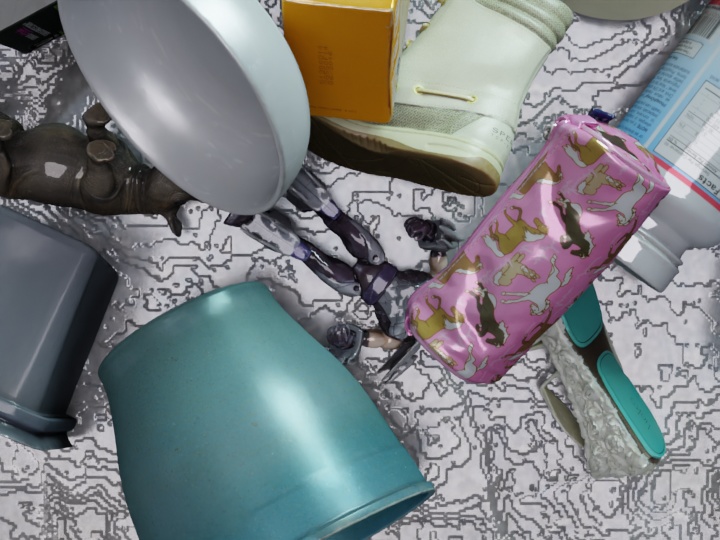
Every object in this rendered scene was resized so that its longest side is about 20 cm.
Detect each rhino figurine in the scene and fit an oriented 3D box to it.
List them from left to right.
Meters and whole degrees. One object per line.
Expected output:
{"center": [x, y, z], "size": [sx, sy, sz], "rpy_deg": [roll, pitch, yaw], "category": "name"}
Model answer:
{"center": [-0.188, -0.073, 1.115], "size": [0.200, 0.087, 0.060], "rpy_deg": [14, 55, -1], "category": "rhino figurine"}

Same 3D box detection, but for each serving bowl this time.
{"center": [-0.102, -0.133, 1.001], "size": [0.200, 0.200, 0.066], "rpy_deg": [47, 63, -2], "category": "serving bowl"}

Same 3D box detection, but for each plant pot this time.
{"center": [-0.080, 0.118, 1.075], "size": [0.200, 0.200, 0.188], "rpy_deg": [-30, 77, 3], "category": "plant pot"}

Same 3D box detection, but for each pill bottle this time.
{"center": [0.237, -0.088, 1.088], "size": [0.109, 0.109, 0.200], "rpy_deg": [37, 94, -1], "category": "pill bottle"}

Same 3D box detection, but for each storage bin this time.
{"center": [-0.244, 0.033, 1.072], "size": [0.145, 0.200, 0.134], "rpy_deg": [24, 82, 0], "category": "storage bin"}

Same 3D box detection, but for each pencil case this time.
{"center": [0.114, -0.013, 1.042], "size": [0.200, 0.083, 0.087], "rpy_deg": [-52, 60, 21], "category": "pencil case"}

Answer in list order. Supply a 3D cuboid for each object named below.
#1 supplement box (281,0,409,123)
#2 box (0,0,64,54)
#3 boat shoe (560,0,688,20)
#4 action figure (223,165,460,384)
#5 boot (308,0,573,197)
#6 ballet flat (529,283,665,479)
{"center": [-0.001, -0.216, 1.035], "size": [0.073, 0.126, 0.200], "rpy_deg": [6, 62, 4], "category": "supplement box"}
{"center": [-0.194, -0.262, 1.080], "size": [0.200, 0.124, 0.149], "rpy_deg": [-28, 92, 1], "category": "box"}
{"center": [0.219, -0.226, 1.077], "size": [0.200, 0.063, 0.071], "rpy_deg": [-8, 134, 37], "category": "boat shoe"}
{"center": [0.000, 0.000, 1.120], "size": [0.200, 0.069, 0.130], "rpy_deg": [37, 83, -5], "category": "action figure"}
{"center": [0.036, -0.145, 1.104], "size": [0.200, 0.072, 0.155], "rpy_deg": [18, 72, 28], "category": "boot"}
{"center": [0.150, 0.063, 1.124], "size": [0.072, 0.072, 0.200], "rpy_deg": [-25, 91, 2], "category": "ballet flat"}
